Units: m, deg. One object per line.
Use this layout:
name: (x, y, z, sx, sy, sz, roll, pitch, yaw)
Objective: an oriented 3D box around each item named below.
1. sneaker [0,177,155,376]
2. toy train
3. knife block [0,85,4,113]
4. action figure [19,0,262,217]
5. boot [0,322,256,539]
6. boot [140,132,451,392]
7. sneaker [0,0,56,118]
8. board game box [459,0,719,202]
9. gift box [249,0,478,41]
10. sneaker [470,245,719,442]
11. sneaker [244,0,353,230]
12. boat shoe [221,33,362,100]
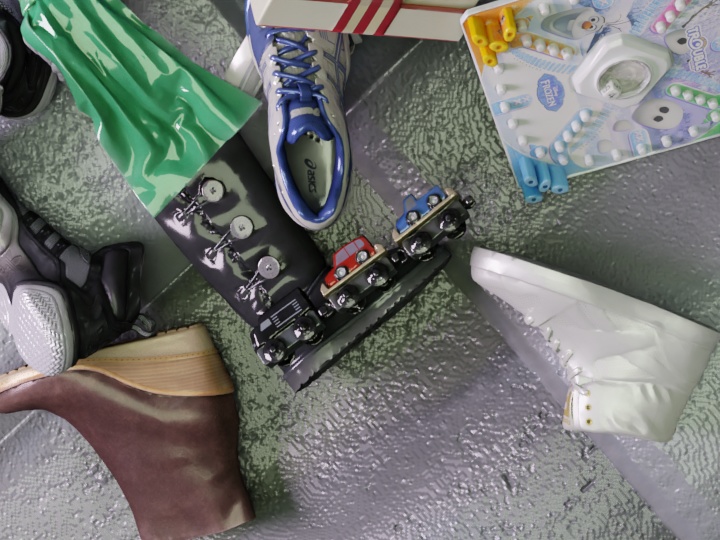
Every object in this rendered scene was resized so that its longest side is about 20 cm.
sneaker: (-0.237, -0.009, 1.491, 0.201, 0.113, 0.076, 57, 144, 29)
toy train: (0.000, 0.000, 1.417, 0.199, 0.034, 0.046, -37, 71, 4)
knife block: (-0.321, -0.083, 1.432, 0.064, 0.200, 0.176, 43, 97, 1)
action figure: (-0.184, -0.152, 1.413, 0.200, 0.055, 0.118, 45, 80, -10)
boot: (-0.191, 0.140, 1.502, 0.198, 0.072, 0.168, -12, 93, 5)
boot: (-0.051, -0.034, 1.473, 0.164, 0.066, 0.201, -39, 84, 3)
sneaker: (-0.289, -0.213, 1.442, 0.075, 0.114, 0.202, -13, 96, 10)
board game box: (0.190, -0.138, 1.371, 0.198, 0.201, 0.026, -15, 51, 9)
gift box: (0.010, -0.278, 1.312, 0.183, 0.202, 0.187, 6, 144, -24)
sneaker: (0.161, 0.062, 1.446, 0.198, 0.074, 0.117, 22, 96, 3)
sneaker: (-0.037, -0.128, 1.382, 0.075, 0.088, 0.202, -12, 101, -2)
boat shoe: (-0.026, -0.195, 1.446, 0.068, 0.072, 0.200, 41, 91, 3)
